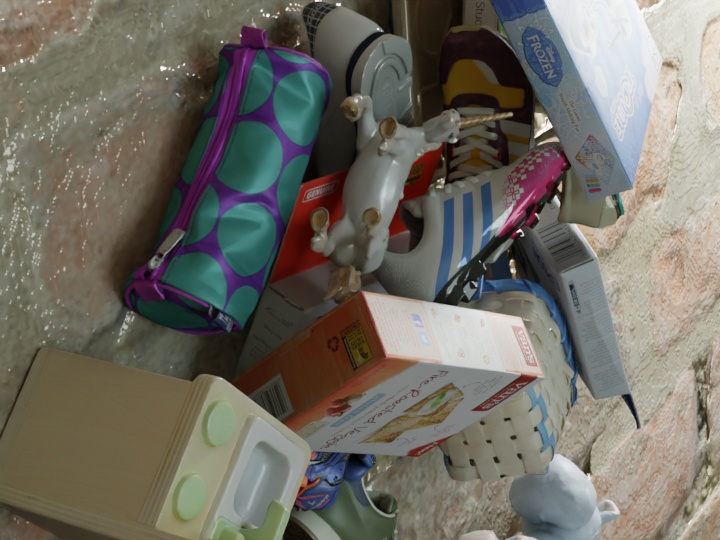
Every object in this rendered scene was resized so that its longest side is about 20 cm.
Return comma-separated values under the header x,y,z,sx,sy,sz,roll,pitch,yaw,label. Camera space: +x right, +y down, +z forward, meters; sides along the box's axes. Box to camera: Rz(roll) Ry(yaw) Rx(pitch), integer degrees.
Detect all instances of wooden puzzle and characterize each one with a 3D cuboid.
x,y,z,sx,sy,sz,roll,pitch,yaw,label
0.068,-0.175,1.414,0.200,0.046,0.187,-33,125,-54,wooden puzzle

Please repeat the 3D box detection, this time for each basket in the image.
x,y,z,sx,sy,sz,roll,pitch,yaw,label
0.113,0.065,1.463,0.201,0.138,0.177,-71,150,-48,basket

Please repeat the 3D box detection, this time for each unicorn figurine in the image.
x,y,z,sx,sy,sz,roll,pitch,yaw,label
0.017,-0.067,1.214,0.201,0.074,0.137,-57,163,-5,unicorn figurine

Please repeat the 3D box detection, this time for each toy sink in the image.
x,y,z,sx,sy,sz,roll,pitch,yaw,label
-0.112,0.132,1.077,0.130,0.199,0.113,42,64,-51,toy sink

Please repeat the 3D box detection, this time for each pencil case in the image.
x,y,z,sx,sy,sz,roll,pitch,yaw,label
-0.089,-0.057,1.167,0.092,0.085,0.201,41,64,-54,pencil case

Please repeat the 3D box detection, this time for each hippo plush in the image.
x,y,z,sx,sy,sz,roll,pitch,yaw,label
0.193,0.269,1.610,0.161,0.158,0.201,-56,139,-31,hippo plush

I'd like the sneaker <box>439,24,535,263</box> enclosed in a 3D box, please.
x,y,z,sx,sy,sz,roll,pitch,yaw,label
0.100,-0.098,1.360,0.090,0.074,0.201,-66,149,-42,sneaker

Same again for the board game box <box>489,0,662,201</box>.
x,y,z,sx,sy,sz,roll,pitch,yaw,label
0.172,-0.192,1.342,0.200,0.043,0.201,60,30,-27,board game box

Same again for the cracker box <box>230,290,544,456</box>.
x,y,z,sx,sy,sz,roll,pitch,yaw,label
0.023,0.079,1.234,0.199,0.134,0.058,9,53,-51,cracker box

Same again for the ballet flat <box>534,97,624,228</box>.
x,y,z,sx,sy,sz,roll,pitch,yaw,label
0.172,-0.128,1.427,0.069,0.069,0.202,28,49,-55,ballet flat

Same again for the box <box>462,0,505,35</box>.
x,y,z,sx,sy,sz,roll,pitch,yaw,label
0.140,-0.251,1.445,0.200,0.036,0.146,-13,107,-64,box

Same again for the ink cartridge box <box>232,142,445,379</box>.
x,y,z,sx,sy,sz,roll,pitch,yaw,label
0.000,0.000,1.300,0.199,0.043,0.175,-22,140,-52,ink cartridge box

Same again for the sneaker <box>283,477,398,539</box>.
x,y,z,sx,sy,sz,roll,pitch,yaw,label
0.007,0.225,1.397,0.090,0.067,0.201,-54,136,-24,sneaker

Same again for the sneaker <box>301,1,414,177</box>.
x,y,z,sx,sy,sz,roll,pitch,yaw,label
-0.009,-0.113,1.288,0.076,0.080,0.201,-40,150,-35,sneaker

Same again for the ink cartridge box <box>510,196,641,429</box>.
x,y,z,sx,sy,sz,roll,pitch,yaw,label
0.179,0.019,1.518,0.040,0.200,0.201,-22,125,-2,ink cartridge box

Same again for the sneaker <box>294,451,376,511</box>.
x,y,z,sx,sy,sz,roll,pitch,yaw,label
-0.049,0.145,1.263,0.199,0.075,0.079,-26,80,-50,sneaker

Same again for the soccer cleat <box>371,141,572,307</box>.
x,y,z,sx,sy,sz,roll,pitch,yaw,label
0.083,-0.047,1.291,0.200,0.086,0.070,-47,169,-31,soccer cleat
